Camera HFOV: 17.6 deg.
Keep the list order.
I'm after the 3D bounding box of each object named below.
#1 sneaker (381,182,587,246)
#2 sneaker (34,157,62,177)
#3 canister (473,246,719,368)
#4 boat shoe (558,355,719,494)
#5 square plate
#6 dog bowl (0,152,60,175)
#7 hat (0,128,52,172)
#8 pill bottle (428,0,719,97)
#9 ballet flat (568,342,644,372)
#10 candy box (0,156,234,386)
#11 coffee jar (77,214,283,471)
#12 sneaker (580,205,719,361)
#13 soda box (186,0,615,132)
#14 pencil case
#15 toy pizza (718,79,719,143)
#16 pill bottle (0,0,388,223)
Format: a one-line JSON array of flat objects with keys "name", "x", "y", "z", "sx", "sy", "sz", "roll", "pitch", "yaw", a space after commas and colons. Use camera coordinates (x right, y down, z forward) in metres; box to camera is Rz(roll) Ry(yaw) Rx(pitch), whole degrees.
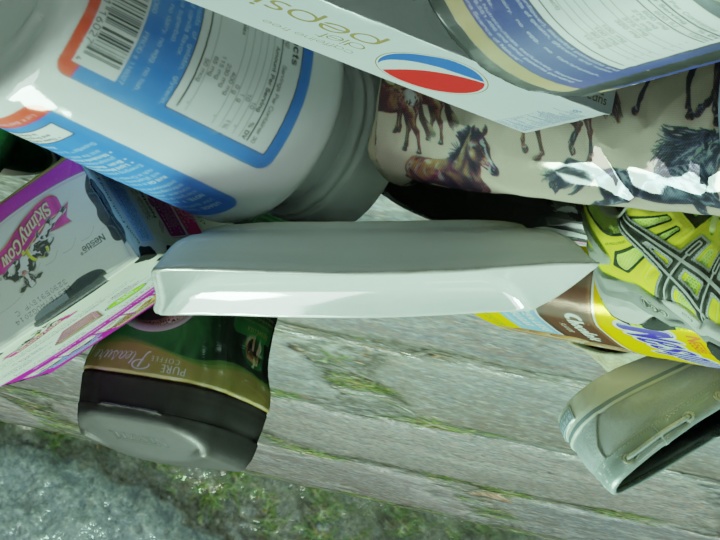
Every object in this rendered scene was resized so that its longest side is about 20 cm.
[{"name": "sneaker", "x": 0.077, "y": -0.047, "z": 1.151, "sx": 0.199, "sy": 0.081, "sz": 0.086, "roll": 19, "pitch": 173, "yaw": -12}, {"name": "sneaker", "x": -0.096, "y": -0.050, "z": 1.383, "sx": 0.199, "sy": 0.076, "sz": 0.079, "roll": 11, "pitch": 160, "yaw": -29}, {"name": "canister", "x": 0.162, "y": 0.004, "z": 1.266, "sx": 0.199, "sy": 0.087, "sz": 0.148, "roll": 10, "pitch": 173, "yaw": 25}, {"name": "boat shoe", "x": 0.214, "y": 0.074, "z": 1.346, "sx": 0.200, "sy": 0.072, "sz": 0.070, "roll": -23, "pitch": 154, "yaw": -14}, {"name": "square plate", "x": 0.000, "y": 0.000, "z": 1.105, "sx": 0.198, "sy": 0.029, "sz": 0.198, "roll": -1, "pitch": 173, "yaw": -5}, {"name": "dog bowl", "x": -0.236, "y": -0.116, "z": 1.167, "sx": 0.198, "sy": 0.079, "sz": 0.200, "roll": 13, "pitch": 169, "yaw": 3}, {"name": "hat", "x": -0.249, "y": 0.002, "z": 1.072, "sx": 0.165, "sy": 0.177, "sz": 0.200, "roll": 20, "pitch": 171, "yaw": -13}, {"name": "pill bottle", "x": 0.105, "y": -0.119, "z": 0.680, "sx": 0.111, "sy": 0.113, "sz": 0.200, "roll": 19, "pitch": 167, "yaw": -25}, {"name": "ballet flat", "x": 0.173, "y": 0.034, "z": 1.461, "sx": 0.062, "sy": 0.068, "sz": 0.200, "roll": 25, "pitch": 166, "yaw": -9}, {"name": "candy box", "x": -0.148, "y": 0.001, "z": 1.146, "sx": 0.136, "sy": 0.061, "sz": 0.200, "roll": -33, "pitch": 177, "yaw": 10}, {"name": "coffee jar", "x": -0.088, "y": 0.008, "z": 1.282, "sx": 0.104, "sy": 0.202, "sz": 0.085, "roll": 7, "pitch": 167, "yaw": 30}, {"name": "sneaker", "x": 0.158, "y": -0.011, "z": 1.019, "sx": 0.199, "sy": 0.075, "sz": 0.077, "roll": 8, "pitch": 131, "yaw": 57}, {"name": "soda box", "x": 0.008, "y": -0.118, "z": 0.902, "sx": 0.199, "sy": 0.069, "sz": 0.064, "roll": 19, "pitch": 167, "yaw": -28}, {"name": "pencil case", "x": 0.104, "y": -0.071, "z": 1.001, "sx": 0.199, "sy": 0.090, "sz": 0.078, "roll": 6, "pitch": 138, "yaw": 30}, {"name": "toy pizza", "x": 0.211, "y": -0.039, "z": 0.836, "sx": 0.032, "sy": 0.202, "sz": 0.200, "roll": -23, "pitch": -168, "yaw": -34}, {"name": "pill bottle", "x": -0.078, "y": -0.087, "z": 1.031, "sx": 0.199, "sy": 0.113, "sz": 0.112, "roll": 25, "pitch": 164, "yaw": -38}]
